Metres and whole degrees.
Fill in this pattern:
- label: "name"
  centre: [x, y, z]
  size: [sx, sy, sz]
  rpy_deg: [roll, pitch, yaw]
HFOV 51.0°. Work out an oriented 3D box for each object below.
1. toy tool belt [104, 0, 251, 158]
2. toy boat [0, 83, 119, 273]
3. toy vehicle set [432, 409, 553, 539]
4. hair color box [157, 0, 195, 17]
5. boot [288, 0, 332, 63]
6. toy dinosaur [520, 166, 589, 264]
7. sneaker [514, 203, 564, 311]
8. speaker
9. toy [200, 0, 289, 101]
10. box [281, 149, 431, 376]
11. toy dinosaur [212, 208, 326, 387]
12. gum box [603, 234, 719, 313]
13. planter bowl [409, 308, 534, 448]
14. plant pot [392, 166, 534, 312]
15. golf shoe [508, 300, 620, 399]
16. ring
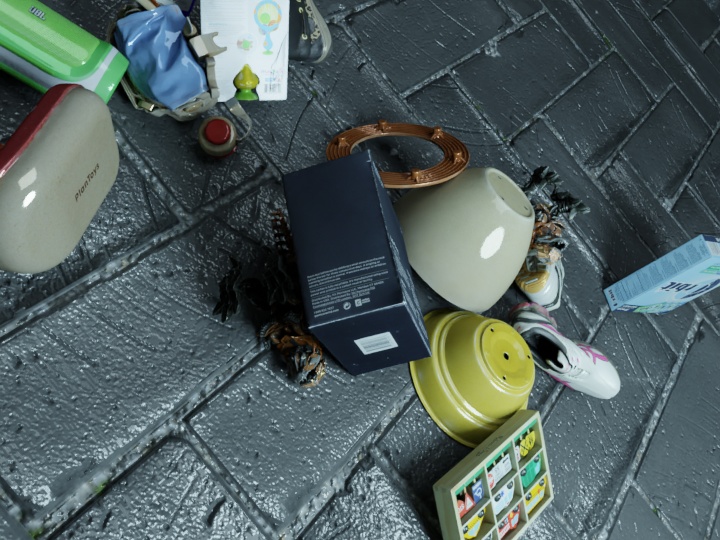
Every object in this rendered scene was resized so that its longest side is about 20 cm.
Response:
- label: "toy tool belt"
  centre: [-0.212, -0.230, 0.877]
  size: [0.125, 0.123, 0.200]
  rpy_deg: [-34, 87, -11]
- label: "toy boat"
  centre: [-0.330, -0.094, 0.730]
  size: [0.130, 0.131, 0.200]
  rpy_deg: [12, 50, 4]
- label: "toy vehicle set"
  centre: [0.165, 0.266, 0.905]
  size: [0.200, 0.026, 0.125]
  rpy_deg: [-26, 108, -44]
- label: "hair color box"
  centre: [-0.247, -0.446, 1.002]
  size: [0.065, 0.109, 0.200]
  rpy_deg: [9, 58, -28]
- label: "boot"
  centre: [-0.139, -0.378, 1.075]
  size: [0.150, 0.073, 0.200]
  rpy_deg: [-28, 91, -45]
- label: "toy dinosaur"
  centre: [0.253, -0.081, 1.133]
  size: [0.102, 0.136, 0.200]
  rpy_deg: [34, 10, -48]
- label: "sneaker"
  centre: [0.283, -0.019, 1.198]
  size: [0.088, 0.075, 0.200]
  rpy_deg: [51, 37, -33]
- label: "speaker"
  centre: [-0.357, -0.249, 0.811]
  size: [0.200, 0.088, 0.089]
  rpy_deg: [30, 48, -20]
- label: "toy"
  centre: [-0.153, -0.322, 0.972]
  size: [0.115, 0.047, 0.201]
  rpy_deg: [-7, 112, -24]
- label: "box"
  centre: [0.000, 0.000, 0.854]
  size: [0.200, 0.104, 0.183]
  rpy_deg: [60, 17, -64]
- label: "toy dinosaur"
  centre: [-0.090, 0.031, 0.861]
  size: [0.136, 0.102, 0.200]
  rpy_deg: [22, 33, -56]
- label: "gum box"
  centre: [0.547, 0.012, 1.283]
  size: [0.170, 0.200, 0.045]
  rpy_deg: [4, 61, -37]
- label: "planter bowl"
  centre: [0.167, 0.126, 0.993]
  size: [0.200, 0.083, 0.201]
  rpy_deg: [19, 53, -28]
- label: "plant pot"
  centre: [0.158, -0.063, 1.036]
  size: [0.200, 0.134, 0.201]
  rpy_deg: [32, 33, -23]
- label: "golf shoe"
  centre: [0.292, 0.132, 1.085]
  size: [0.200, 0.073, 0.092]
  rpy_deg: [35, 27, -9]
- label: "ring"
  centre: [0.051, -0.168, 1.044]
  size: [0.200, 0.019, 0.201]
  rpy_deg: [1, 35, -1]
